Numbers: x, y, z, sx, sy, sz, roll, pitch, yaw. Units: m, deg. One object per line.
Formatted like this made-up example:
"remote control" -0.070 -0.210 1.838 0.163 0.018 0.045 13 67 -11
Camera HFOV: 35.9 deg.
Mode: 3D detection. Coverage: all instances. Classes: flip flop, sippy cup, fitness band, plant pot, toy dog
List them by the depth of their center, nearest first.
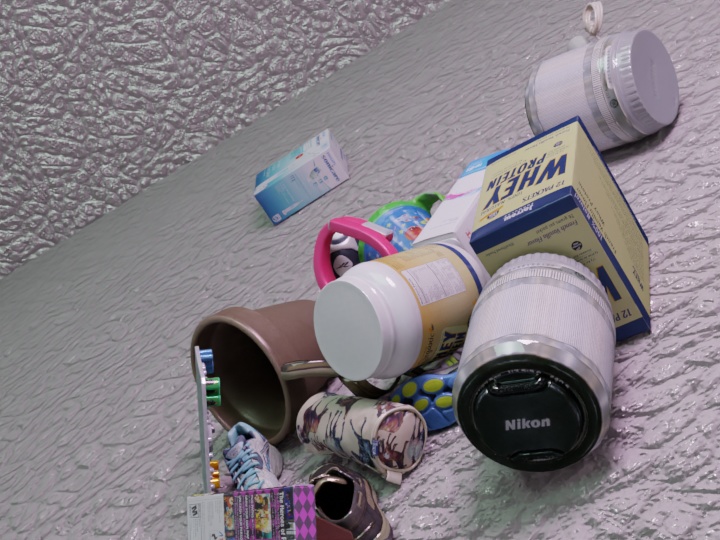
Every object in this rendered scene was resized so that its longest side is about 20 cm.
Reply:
"flip flop" -0.006 0.144 1.456 0.196 0.059 0.081 -1 -7 -3
"plant pot" -0.120 0.126 1.600 0.198 0.203 0.174 -13 12 44
"fitness band" 0.000 0.000 1.632 0.037 0.146 0.198 -18 28 -39
"sippy cup" 0.081 -0.020 1.661 0.137 0.181 0.130 -12 25 -21
"toy dog" 0.423 -0.340 1.840 0.133 0.095 0.202 114 152 -46

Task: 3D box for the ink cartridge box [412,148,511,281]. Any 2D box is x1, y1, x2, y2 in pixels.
"ink cartridge box" 0.174 -0.047 1.535 0.084 0.145 0.201 -14 29 43

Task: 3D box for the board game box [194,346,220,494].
"board game box" -0.198 0.218 1.468 0.025 0.204 0.200 -3 8 -10

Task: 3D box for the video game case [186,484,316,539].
"video game case" -0.113 0.330 1.151 0.180 0.204 0.035 -16 -17 43

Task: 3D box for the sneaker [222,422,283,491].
"sneaker" -0.147 0.268 1.442 0.077 0.087 0.200 -34 21 2

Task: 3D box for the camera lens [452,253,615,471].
"camera lens" 0.186 0.096 1.169 0.158 0.161 0.201 -23 24 28

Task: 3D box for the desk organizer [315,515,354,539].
"desk organizer" -0.097 0.312 1.219 0.199 0.078 0.071 -27 -12 39

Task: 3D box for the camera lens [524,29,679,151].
"camera lens" 0.362 -0.265 1.689 0.198 0.161 0.161 -14 29 43

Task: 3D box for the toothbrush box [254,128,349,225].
"toothbrush box" -0.129 -0.206 2.428 0.198 0.086 0.147 -30 21 10

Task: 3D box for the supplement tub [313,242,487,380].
"supplement tub" 0.052 0.052 1.383 0.198 0.147 0.143 -16 4 -42

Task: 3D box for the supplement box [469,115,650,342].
"supplement box" 0.244 -0.035 1.326 0.133 0.201 0.201 -25 24 27

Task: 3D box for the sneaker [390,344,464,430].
"sneaker" 0.127 0.132 1.358 0.198 0.071 0.083 -32 -1 16

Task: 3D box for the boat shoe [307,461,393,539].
"boat shoe" -0.021 0.260 1.282 0.074 0.074 0.200 -38 21 -9

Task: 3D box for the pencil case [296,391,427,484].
"pencil case" -0.004 0.202 1.373 0.199 0.077 0.091 0 62 57

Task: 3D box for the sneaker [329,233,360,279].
"sneaker" -0.002 0.011 1.789 0.078 0.132 0.199 -10 -11 9
